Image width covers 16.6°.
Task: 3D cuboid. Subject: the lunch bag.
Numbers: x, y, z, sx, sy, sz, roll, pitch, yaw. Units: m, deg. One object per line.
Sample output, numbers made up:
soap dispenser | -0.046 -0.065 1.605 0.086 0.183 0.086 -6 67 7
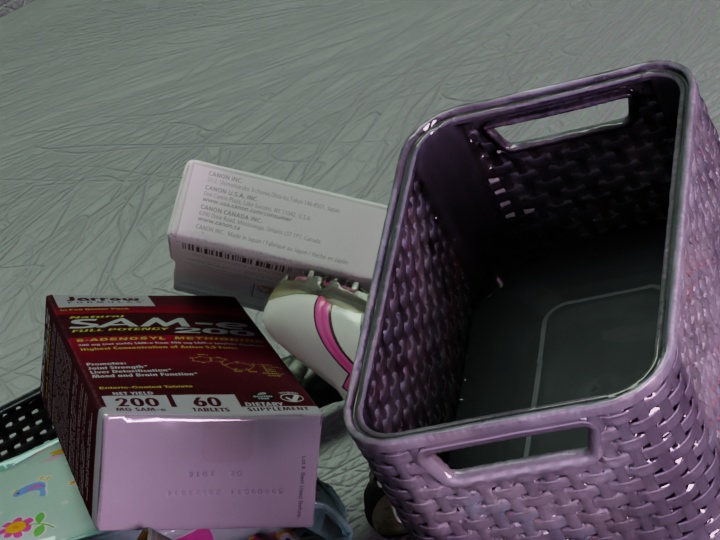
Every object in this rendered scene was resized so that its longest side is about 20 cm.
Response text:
lunch bag | -0.111 0.146 1.280 0.199 0.123 0.170 -21 16 -10

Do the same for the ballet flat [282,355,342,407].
ballet flat | -0.031 0.056 1.530 0.199 0.057 0.067 -29 -25 -22

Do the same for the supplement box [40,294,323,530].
supplement box | -0.094 0.067 1.233 0.108 0.061 0.200 1 15 -16

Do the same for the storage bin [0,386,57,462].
storage bin | -0.197 0.144 1.429 0.199 0.094 0.135 -26 18 -24

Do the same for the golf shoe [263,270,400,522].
golf shoe | 0.024 0.069 1.167 0.199 0.073 0.092 29 87 29

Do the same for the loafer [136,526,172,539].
loafer | -0.088 0.153 1.130 0.199 0.073 0.073 -13 7 -17

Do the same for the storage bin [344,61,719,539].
storage bin | 0.084 0.021 1.019 0.134 0.094 0.201 -12 39 23

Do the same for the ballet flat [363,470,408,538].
ballet flat | 0.030 0.096 1.390 0.066 0.057 0.200 -17 17 10

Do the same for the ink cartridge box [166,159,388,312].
ink cartridge box | 0.000 0.000 1.289 0.199 0.045 0.176 14 -9 -2
